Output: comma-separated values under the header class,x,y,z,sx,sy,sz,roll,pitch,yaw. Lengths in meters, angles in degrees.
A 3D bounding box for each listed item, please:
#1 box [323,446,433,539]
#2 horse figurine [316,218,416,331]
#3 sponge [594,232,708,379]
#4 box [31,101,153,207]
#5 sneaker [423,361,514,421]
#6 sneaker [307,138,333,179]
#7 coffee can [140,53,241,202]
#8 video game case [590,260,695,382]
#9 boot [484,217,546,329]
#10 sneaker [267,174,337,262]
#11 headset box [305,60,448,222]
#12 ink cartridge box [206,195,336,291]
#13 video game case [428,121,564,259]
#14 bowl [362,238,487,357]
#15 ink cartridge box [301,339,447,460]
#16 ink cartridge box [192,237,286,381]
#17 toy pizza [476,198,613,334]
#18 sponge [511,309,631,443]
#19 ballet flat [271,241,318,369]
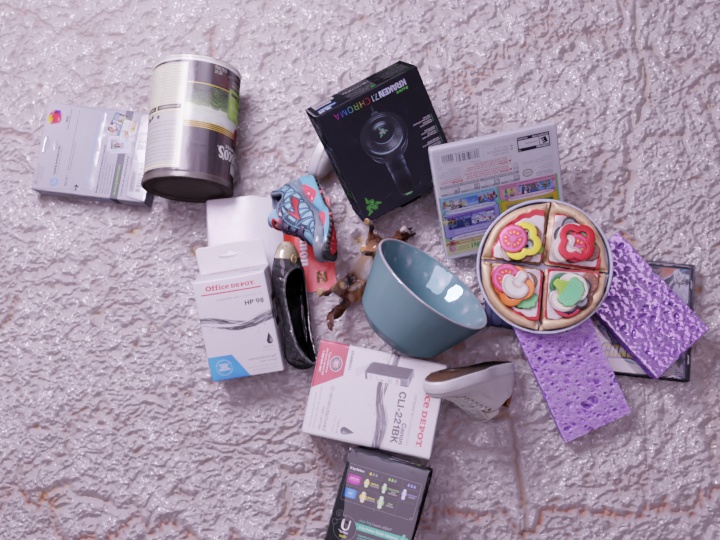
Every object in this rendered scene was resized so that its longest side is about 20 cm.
class,x,y,z,sx,sy,sz,roll,pitch,yaw
box,0.021,0.368,1.265,0.124,0.149,0.201,14,80,8
horse figurine,0.000,0.000,1.364,0.050,0.132,0.201,33,94,20
sponge,0.417,0.053,1.322,0.111,0.030,0.200,-40,79,-5
box,-0.438,-0.195,1.468,0.199,0.041,0.157,7,79,5
sneaker,0.166,0.182,1.271,0.073,0.199,0.085,-2,89,42
sneaker,-0.002,-0.216,1.420,0.085,0.073,0.200,38,83,13
coffee can,-0.271,-0.225,1.406,0.145,0.146,0.201,1,79,5
video game case,0.412,0.072,1.355,0.199,0.026,0.182,6,79,6
boot,0.237,-0.006,1.348,0.090,0.073,0.201,4,92,9
sneaker,-0.093,-0.069,1.347,0.095,0.080,0.200,-14,36,-8
headset box,0.037,-0.195,1.362,0.173,0.093,0.201,-27,113,-4
ink cartridge box,-0.146,-0.041,1.411,0.199,0.057,0.164,-6,79,8
video game case,0.215,-0.123,1.357,0.199,0.022,0.183,-12,111,-3
bowl,0.081,0.055,1.315,0.201,0.201,0.105,41,110,11
ink cartridge box,0.025,0.198,1.331,0.199,0.084,0.145,11,80,5
ink cartridge box,-0.189,0.060,1.349,0.115,0.067,0.201,-10,101,3
toy pizza,0.271,-0.007,1.285,0.199,0.032,0.202,-1,85,8
sponge,0.317,0.145,1.316,0.111,0.030,0.201,-25,95,4
ballet flat,-0.096,0.053,1.355,0.057,0.066,0.201,-8,91,42
